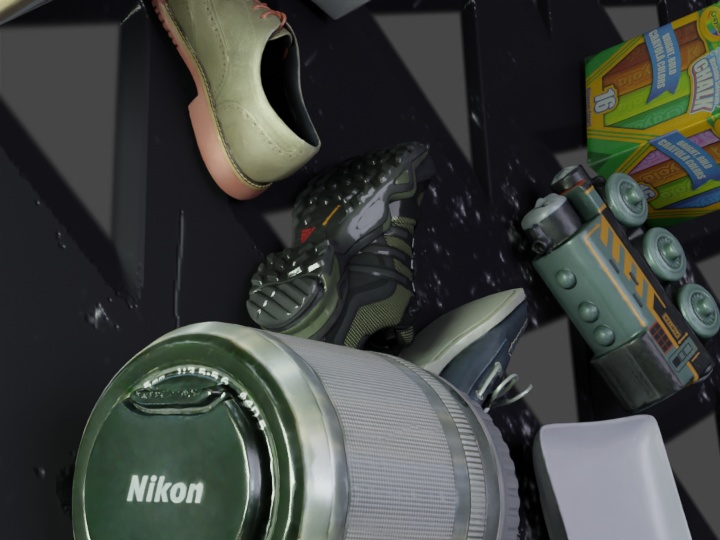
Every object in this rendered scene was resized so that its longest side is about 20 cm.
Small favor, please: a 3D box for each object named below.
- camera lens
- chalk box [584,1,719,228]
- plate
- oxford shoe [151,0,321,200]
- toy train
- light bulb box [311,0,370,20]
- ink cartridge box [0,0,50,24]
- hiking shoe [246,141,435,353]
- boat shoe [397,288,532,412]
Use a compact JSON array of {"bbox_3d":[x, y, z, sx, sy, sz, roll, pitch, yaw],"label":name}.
[{"bbox_3d":[-0.031,0.115,0.862,0.199,0.159,0.161,14,60,-53],"label":"camera lens"},{"bbox_3d":[0.308,-0.141,1.490,0.124,0.199,0.126,37,43,-39],"label":"chalk box"},{"bbox_3d":[0.191,0.209,1.263,0.199,0.032,0.201,3,70,-56],"label":"plate"},{"bbox_3d":[-0.072,-0.148,1.037,0.070,0.074,0.201,-13,82,-57],"label":"oxford shoe"},{"bbox_3d":[0.202,0.014,1.342,0.201,0.085,0.114,56,42,-4],"label":"toy train"},{"bbox_3d":[-0.030,-0.316,1.154,0.200,0.124,0.200,36,44,-40],"label":"light bulb box"},{"bbox_3d":[-0.132,-0.200,0.893,0.075,0.164,0.200,61,33,-10],"label":"ink cartridge box"},{"bbox_3d":[0.000,0.000,1.076,0.101,0.075,0.200,62,40,-25],"label":"hiking shoe"},{"bbox_3d":[0.061,0.073,1.108,0.062,0.075,0.200,60,34,-9],"label":"boat shoe"}]
